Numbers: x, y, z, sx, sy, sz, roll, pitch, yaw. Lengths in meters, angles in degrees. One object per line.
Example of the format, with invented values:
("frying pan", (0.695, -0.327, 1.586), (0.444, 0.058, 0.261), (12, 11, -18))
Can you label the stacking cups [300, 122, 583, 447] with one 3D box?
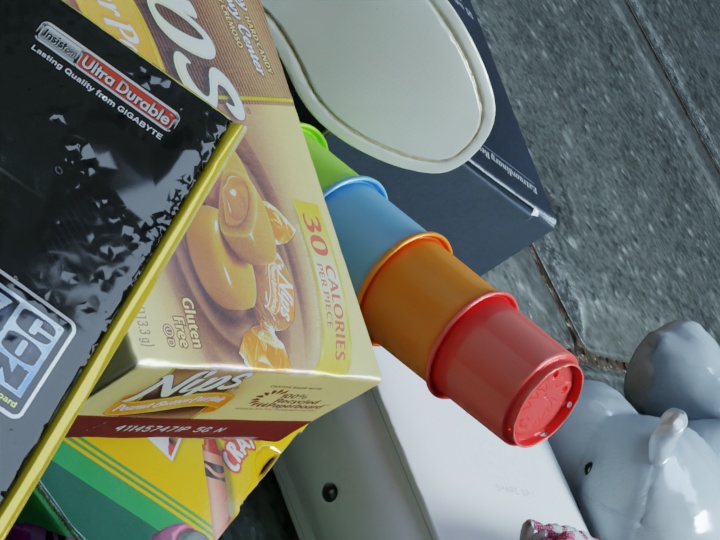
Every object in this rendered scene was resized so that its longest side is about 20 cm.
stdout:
("stacking cups", (0.000, 0.000, 0.775), (0.200, 0.061, 0.060), (42, 11, 33))

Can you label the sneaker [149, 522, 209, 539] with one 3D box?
("sneaker", (-0.055, 0.150, 0.591), (0.079, 0.095, 0.200), (51, -10, 36))

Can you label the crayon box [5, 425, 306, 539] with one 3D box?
("crayon box", (-0.083, 0.031, 0.674), (0.119, 0.058, 0.200), (54, 30, -8))

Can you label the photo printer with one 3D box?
("photo printer", (0.028, 0.086, 0.855), (0.166, 0.069, 0.201), (20, 42, -56))

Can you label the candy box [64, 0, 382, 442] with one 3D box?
("candy box", (-0.074, -0.047, 0.643), (0.115, 0.055, 0.201), (9, 57, -52))

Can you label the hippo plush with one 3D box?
("hippo plush", (0.146, 0.124, 0.960), (0.199, 0.160, 0.160), (29, 23, 38))

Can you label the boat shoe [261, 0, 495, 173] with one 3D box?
("boat shoe", (-0.029, -0.113, 0.806), (0.199, 0.075, 0.062), (33, 8, -22))

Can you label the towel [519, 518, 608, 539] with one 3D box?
("towel", (0.098, 0.184, 0.805), (0.200, 0.030, 0.147), (25, 79, -56))

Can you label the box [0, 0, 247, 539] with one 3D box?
("box", (-0.147, -0.032, 0.501), (0.199, 0.049, 0.160), (35, 50, -9))

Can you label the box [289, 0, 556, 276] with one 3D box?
("box", (-0.011, -0.097, 0.975), (0.148, 0.107, 0.201), (33, 31, -46))
